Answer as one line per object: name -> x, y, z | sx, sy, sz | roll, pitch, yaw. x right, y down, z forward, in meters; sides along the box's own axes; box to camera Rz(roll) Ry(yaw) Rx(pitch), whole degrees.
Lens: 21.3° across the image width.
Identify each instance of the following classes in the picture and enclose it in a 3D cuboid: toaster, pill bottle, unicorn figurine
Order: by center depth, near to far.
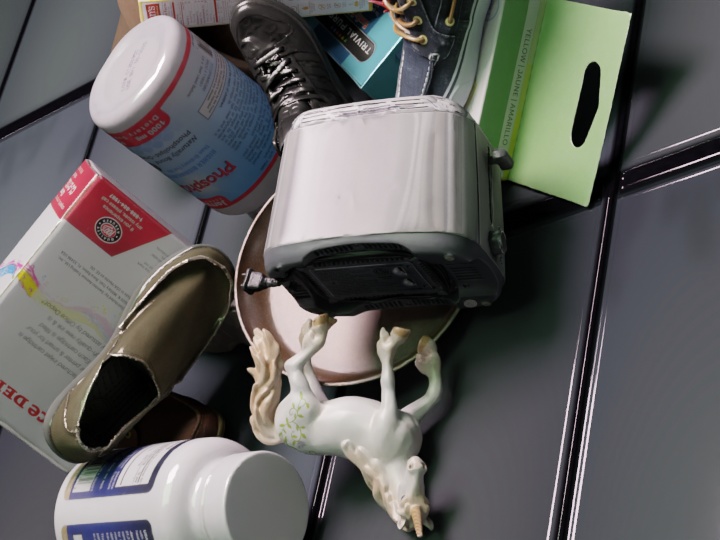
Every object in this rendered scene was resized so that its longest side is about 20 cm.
unicorn figurine -> 0.003, 0.106, 1.356 | 0.199, 0.074, 0.139 | 7, 83, 42
toaster -> 0.014, -0.045, 1.383 | 0.198, 0.114, 0.130 | -5, 63, 24
pill bottle -> -0.133, 0.184, 1.439 | 0.199, 0.111, 0.112 | -12, 52, 47
pill bottle -> -0.123, -0.116, 1.613 | 0.108, 0.199, 0.109 | -32, 38, 30

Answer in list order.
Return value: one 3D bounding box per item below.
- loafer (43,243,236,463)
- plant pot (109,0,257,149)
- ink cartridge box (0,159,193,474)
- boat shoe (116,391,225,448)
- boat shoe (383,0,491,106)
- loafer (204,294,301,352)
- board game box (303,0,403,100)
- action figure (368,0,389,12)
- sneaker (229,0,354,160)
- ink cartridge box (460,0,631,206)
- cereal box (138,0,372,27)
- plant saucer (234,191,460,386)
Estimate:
loafer -> -0.159, 0.068, 1.460 | 0.201, 0.075, 0.070 | -54, 21, -9
plant pot -> -0.155, -0.195, 1.764 | 0.175, 0.199, 0.201 | -53, 28, 38
ink cartridge box -> -0.222, 0.037, 1.523 | 0.200, 0.145, 0.083 | -50, 21, 0
boat shoe -> -0.186, 0.127, 1.598 | 0.199, 0.067, 0.073 | 7, 66, 54
boat shoe -> 0.044, -0.195, 1.420 | 0.071, 0.090, 0.202 | 41, 118, 53
loafer -> -0.091, 0.027, 1.570 | 0.199, 0.072, 0.063 | -4, 51, 54
board game box -> 0.046, -0.255, 1.650 | 0.200, 0.047, 0.151 | -50, 40, 8
action figure -> 0.042, -0.235, 1.553 | 0.051, 0.201, 0.066 | -33, -12, -25
sneaker -> -0.046, -0.131, 1.566 | 0.060, 0.200, 0.104 | -32, 13, 23
ink cartridge box -> 0.111, -0.138, 1.431 | 0.200, 0.048, 0.147 | 26, 106, 59
cereal box -> -0.094, -0.272, 1.644 | 0.198, 0.040, 0.145 | -5, 48, -1
plant saucer -> 0.000, 0.000, 1.453 | 0.198, 0.032, 0.202 | -11, 59, 19
